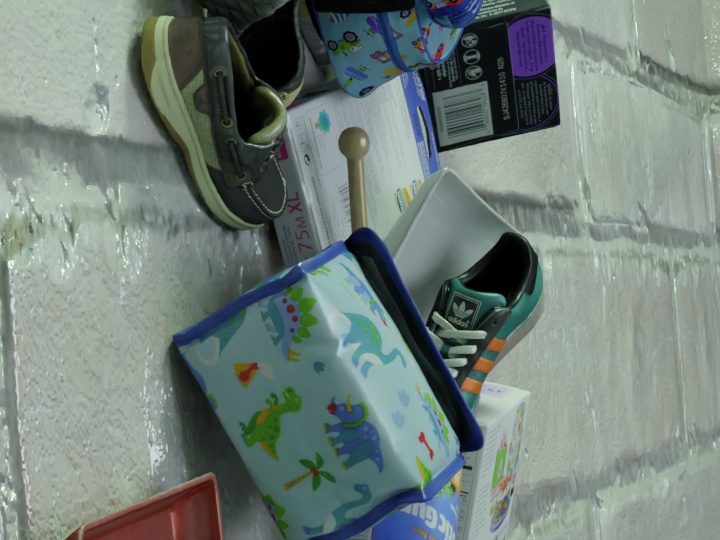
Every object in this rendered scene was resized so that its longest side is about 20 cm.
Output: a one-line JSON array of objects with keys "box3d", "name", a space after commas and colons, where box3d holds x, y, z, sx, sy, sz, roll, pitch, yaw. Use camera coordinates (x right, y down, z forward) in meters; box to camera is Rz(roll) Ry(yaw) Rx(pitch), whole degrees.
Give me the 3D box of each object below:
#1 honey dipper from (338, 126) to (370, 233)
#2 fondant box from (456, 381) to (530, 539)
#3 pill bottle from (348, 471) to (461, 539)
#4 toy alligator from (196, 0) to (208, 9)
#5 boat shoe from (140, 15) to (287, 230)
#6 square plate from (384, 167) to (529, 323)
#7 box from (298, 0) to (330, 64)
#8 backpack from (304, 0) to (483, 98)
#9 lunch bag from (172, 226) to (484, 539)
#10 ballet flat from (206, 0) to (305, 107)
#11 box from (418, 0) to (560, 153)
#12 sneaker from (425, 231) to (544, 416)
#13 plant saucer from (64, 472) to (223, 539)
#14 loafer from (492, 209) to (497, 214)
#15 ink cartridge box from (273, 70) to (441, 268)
[{"box3d": [0.000, 0.000, 1.584, 0.038, 0.038, 0.201, -45, 133, -67], "name": "honey dipper"}, {"box3d": [0.076, 0.197, 1.787, 0.144, 0.058, 0.201, -23, 124, -71], "name": "fondant box"}, {"box3d": [0.008, 0.210, 1.569, 0.112, 0.111, 0.201, 63, 27, -48], "name": "pill bottle"}, {"box3d": [-0.101, -0.206, 1.453, 0.054, 0.059, 0.200, -51, 157, 0], "name": "toy alligator"}, {"box3d": [-0.079, -0.092, 1.460, 0.201, 0.066, 0.072, 60, 30, -52], "name": "boat shoe"}, {"box3d": [0.040, 0.032, 1.706, 0.199, 0.028, 0.200, -59, 153, -3], "name": "square plate"}, {"box3d": [-0.031, -0.276, 1.689, 0.200, 0.048, 0.159, 60, 32, -52], "name": "box"}, {"box3d": [0.029, -0.224, 1.580, 0.183, 0.134, 0.201, -72, 154, -43], "name": "backpack"}, {"box3d": [-0.008, 0.072, 1.477, 0.171, 0.127, 0.200, 62, 17, 0], "name": "lunch bag"}, {"box3d": [-0.065, -0.146, 1.472, 0.057, 0.066, 0.200, 60, -8, 20], "name": "ballet flat"}, {"box3d": [0.081, -0.207, 1.804, 0.201, 0.105, 0.123, -106, -175, -48], "name": "box"}, {"box3d": [0.069, 0.053, 1.677, 0.200, 0.071, 0.080, -54, 153, -28], "name": "sneaker"}, {"box3d": [-0.122, 0.228, 1.285, 0.199, 0.036, 0.202, -12, 97, -72], "name": "plant saucer"}, {"box3d": [0.080, 0.003, 1.881, 0.201, 0.072, 0.073, 102, -25, -54], "name": "loafer"}, {"box3d": [-0.005, -0.079, 1.657, 0.200, 0.042, 0.120, -31, 110, -55], "name": "ink cartridge box"}]
